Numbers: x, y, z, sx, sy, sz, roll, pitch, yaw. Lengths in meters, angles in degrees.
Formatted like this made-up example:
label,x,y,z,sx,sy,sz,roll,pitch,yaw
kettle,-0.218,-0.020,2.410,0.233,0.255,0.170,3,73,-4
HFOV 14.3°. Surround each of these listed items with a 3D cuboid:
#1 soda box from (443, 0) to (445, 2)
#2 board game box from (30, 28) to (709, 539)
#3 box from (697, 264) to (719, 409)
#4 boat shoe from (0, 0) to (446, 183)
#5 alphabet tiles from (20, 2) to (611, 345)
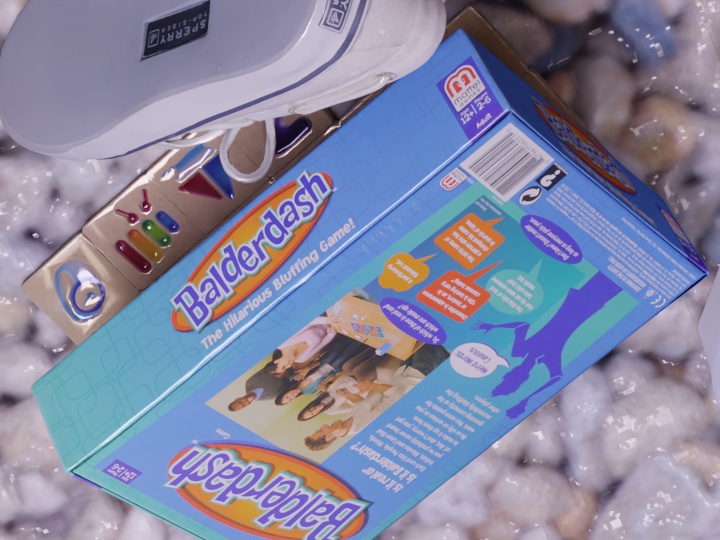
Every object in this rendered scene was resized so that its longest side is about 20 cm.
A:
label,x,y,z,sx,sy,sz,roll,pitch,yaw
soda box,0.035,-0.189,0.973,0.070,0.063,0.201,22,110,-8
board game box,0.006,0.021,1.016,0.200,0.045,0.152,-39,142,13
box,0.235,0.029,1.025,0.199,0.125,0.098,15,110,-7
boat shoe,-0.043,-0.074,0.982,0.086,0.201,0.075,15,72,-37
alphabet tiles,0.000,0.000,1.076,0.200,0.008,0.167,-41,106,13
